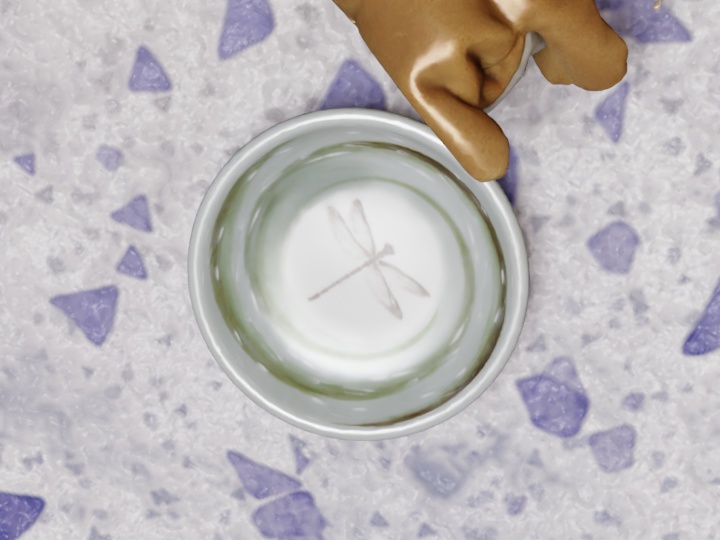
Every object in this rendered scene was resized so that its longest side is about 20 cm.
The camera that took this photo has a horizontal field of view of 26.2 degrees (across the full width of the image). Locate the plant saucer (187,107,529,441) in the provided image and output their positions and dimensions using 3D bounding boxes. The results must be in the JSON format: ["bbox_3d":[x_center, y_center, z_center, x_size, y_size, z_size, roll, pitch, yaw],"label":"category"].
[{"bbox_3d":[0.000,0.000,0.910,0.200,0.050,0.200,2,105,8],"label":"plant saucer"}]

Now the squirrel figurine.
[{"bbox_3d":[0.076,-0.180,0.807,0.187,0.142,0.200,-39,99,10],"label":"squirrel figurine"}]
